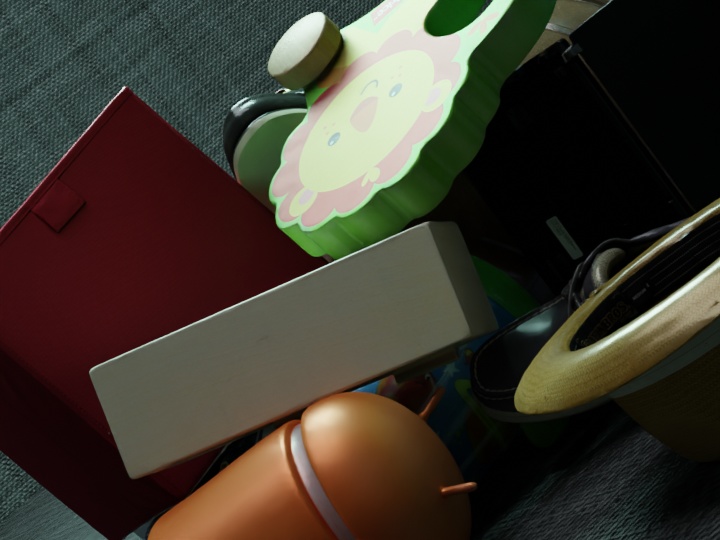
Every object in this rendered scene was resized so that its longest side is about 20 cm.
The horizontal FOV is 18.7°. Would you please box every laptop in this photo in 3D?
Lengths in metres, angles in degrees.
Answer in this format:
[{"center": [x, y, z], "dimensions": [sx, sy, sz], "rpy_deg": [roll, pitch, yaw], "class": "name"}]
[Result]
[{"center": [0.170, -0.066, 1.185], "dimensions": [0.103, 0.178, 0.200], "rpy_deg": [-41, 6, -37], "class": "laptop"}]

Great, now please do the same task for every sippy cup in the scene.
[{"center": [0.031, 0.077, 1.236], "dimensions": [0.131, 0.139, 0.178], "rpy_deg": [-54, 0, -35], "class": "sippy cup"}]

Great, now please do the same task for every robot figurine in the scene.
[{"center": [-0.027, 0.141, 1.102], "dimensions": [0.200, 0.117, 0.144], "rpy_deg": [-38, -11, 14], "class": "robot figurine"}]

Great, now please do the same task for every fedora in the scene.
[{"center": [0.160, 0.027, 0.968], "dimensions": [0.200, 0.082, 0.201], "rpy_deg": [-38, 3, 3], "class": "fedora"}]

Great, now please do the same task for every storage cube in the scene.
[{"center": [-0.143, 0.031, 1.321], "dimensions": [0.200, 0.180, 0.171], "rpy_deg": [-51, 5, -25], "class": "storage cube"}]

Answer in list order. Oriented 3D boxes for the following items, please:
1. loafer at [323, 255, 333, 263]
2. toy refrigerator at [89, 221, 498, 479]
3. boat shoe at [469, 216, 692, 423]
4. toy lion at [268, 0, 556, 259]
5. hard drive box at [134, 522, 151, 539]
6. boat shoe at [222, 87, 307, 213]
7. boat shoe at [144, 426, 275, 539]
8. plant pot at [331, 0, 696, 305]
[{"center": [0.000, 0.000, 1.466], "dimensions": [0.069, 0.071, 0.200], "rpy_deg": [-9, -13, 15], "class": "loafer"}, {"center": [-0.033, 0.044, 1.151], "dimensions": [0.199, 0.070, 0.076], "rpy_deg": [-24, -5, 13], "class": "toy refrigerator"}, {"center": [0.135, 0.016, 1.109], "dimensions": [0.199, 0.065, 0.072], "rpy_deg": [-23, 48, 26], "class": "boat shoe"}, {"center": [0.029, -0.102, 1.186], "dimensions": [0.200, 0.069, 0.192], "rpy_deg": [-41, 30, 16], "class": "toy lion"}, {"center": [-0.077, 0.104, 1.591], "dimensions": [0.200, 0.077, 0.157], "rpy_deg": [-41, -29, -32], "class": "hard drive box"}, {"center": [-0.041, -0.079, 1.362], "dimensions": [0.074, 0.063, 0.201], "rpy_deg": [-47, -18, 12], "class": "boat shoe"}, {"center": [-0.075, 0.132, 1.326], "dimensions": [0.090, 0.071, 0.201], "rpy_deg": [-9, 44, 25], "class": "boat shoe"}, {"center": [0.089, -0.055, 1.354], "dimensions": [0.200, 0.201, 0.198], "rpy_deg": [-34, -3, 39], "class": "plant pot"}]
